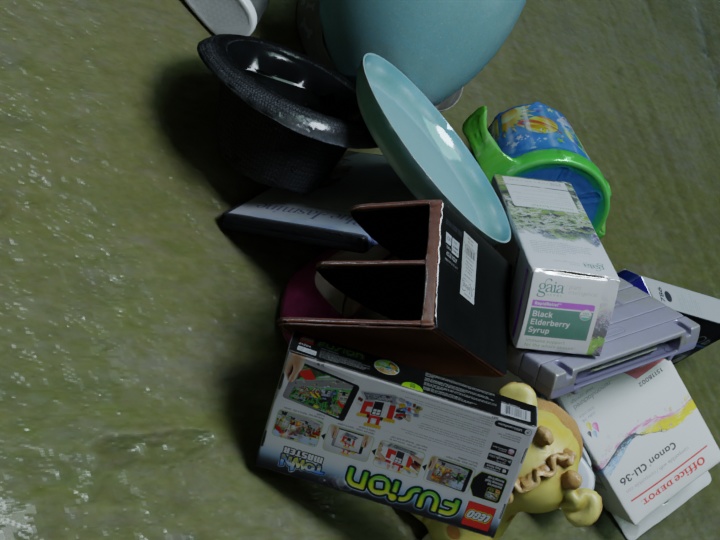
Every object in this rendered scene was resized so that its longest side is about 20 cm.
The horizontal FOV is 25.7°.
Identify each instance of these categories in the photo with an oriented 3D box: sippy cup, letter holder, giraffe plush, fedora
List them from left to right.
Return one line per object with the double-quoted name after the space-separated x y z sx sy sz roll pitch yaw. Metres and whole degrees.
-0.071 -0.128 1.382 0.200 0.092 0.201 23 19 -8 "fedora"
0.028 0.019 1.287 0.200 0.142 0.101 34 57 -65 "letter holder"
0.118 0.164 1.337 0.172 0.162 0.200 38 39 -23 "giraffe plush"
0.184 -0.103 1.663 0.131 0.139 0.178 -98 176 -47 "sippy cup"

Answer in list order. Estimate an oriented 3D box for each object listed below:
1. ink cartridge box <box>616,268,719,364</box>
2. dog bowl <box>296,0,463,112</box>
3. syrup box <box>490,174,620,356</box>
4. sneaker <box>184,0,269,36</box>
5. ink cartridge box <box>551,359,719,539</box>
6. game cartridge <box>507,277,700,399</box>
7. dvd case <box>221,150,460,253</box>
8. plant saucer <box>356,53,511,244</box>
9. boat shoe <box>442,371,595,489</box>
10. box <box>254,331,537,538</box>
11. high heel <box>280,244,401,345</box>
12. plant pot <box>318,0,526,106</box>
0.311 0.053 1.700 0.200 0.099 0.039 15 53 -41 "ink cartridge box"
0.017 -0.236 1.625 0.200 0.059 0.201 28 45 -32 "dog bowl"
0.164 -0.008 1.409 0.078 0.082 0.200 6 27 -9 "syrup box"
-0.152 -0.316 1.490 0.200 0.071 0.099 53 34 -13 "sneaker"
0.268 0.160 1.526 0.116 0.067 0.200 -34 103 -10 "ink cartridge box"
0.195 0.054 1.425 0.200 0.039 0.129 -14 31 -39 "game cartridge"
-0.012 -0.066 1.405 0.200 0.142 0.018 -37 131 -54 "dvd case"
0.057 -0.098 1.348 0.200 0.027 0.200 47 17 -19 "plant saucer"
0.149 0.134 1.480 0.200 0.072 0.068 48 15 6 "boat shoe"
0.027 0.129 1.233 0.199 0.110 0.035 18 26 -1 "box"
0.000 0.000 1.387 0.067 0.096 0.200 52 36 -5 "high heel"
0.044 -0.229 1.472 0.200 0.200 0.135 21 84 -38 "plant pot"
